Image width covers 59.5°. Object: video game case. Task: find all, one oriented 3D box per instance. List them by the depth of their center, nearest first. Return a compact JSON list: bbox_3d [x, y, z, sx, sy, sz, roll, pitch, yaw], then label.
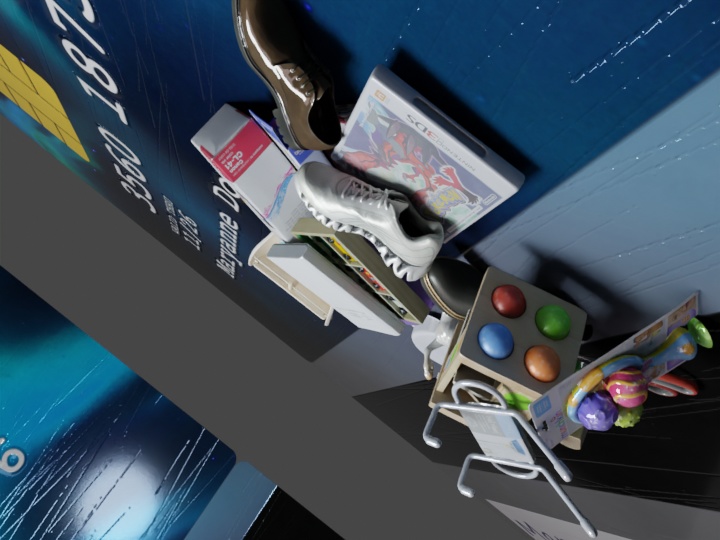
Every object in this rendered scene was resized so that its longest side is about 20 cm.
[{"bbox_3d":[0.061,-0.114,0.691,0.180,0.023,0.200,36,162,-4],"label":"video game case"}]

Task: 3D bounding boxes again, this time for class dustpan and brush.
[{"bbox_3d":[0.119,0.112,1.148,0.196,0.058,0.141,17,152,33],"label":"dustpan and brush"}]

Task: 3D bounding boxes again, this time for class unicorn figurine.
[{"bbox_3d":[0.154,0.111,0.978,0.072,0.141,0.199,2,157,43],"label":"unicorn figurine"}]

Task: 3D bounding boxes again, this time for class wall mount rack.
[{"bbox_3d":[0.167,0.209,0.691,0.170,0.076,0.202,1,137,37],"label":"wall mount rack"}]

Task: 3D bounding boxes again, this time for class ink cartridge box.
[{"bbox_3d":[-0.063,-0.138,0.844,0.200,0.042,0.119,47,180,-33],"label":"ink cartridge box"},{"bbox_3d":[-0.147,-0.137,0.945,0.201,0.086,0.147,51,172,-33],"label":"ink cartridge box"}]

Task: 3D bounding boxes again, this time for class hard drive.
[{"bbox_3d":[-0.038,0.028,0.940,0.199,0.027,0.131,40,163,-26],"label":"hard drive"}]

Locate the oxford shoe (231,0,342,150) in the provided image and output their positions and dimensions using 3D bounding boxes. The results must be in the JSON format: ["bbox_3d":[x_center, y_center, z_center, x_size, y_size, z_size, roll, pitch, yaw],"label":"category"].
[{"bbox_3d":[-0.067,-0.217,0.663,0.083,0.073,0.202,17,147,40],"label":"oxford shoe"}]

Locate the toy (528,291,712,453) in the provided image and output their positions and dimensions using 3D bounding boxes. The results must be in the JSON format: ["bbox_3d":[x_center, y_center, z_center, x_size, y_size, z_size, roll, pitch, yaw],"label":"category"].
[{"bbox_3d":[0.268,0.119,0.632,0.047,0.198,0.116,52,176,45],"label":"toy"}]

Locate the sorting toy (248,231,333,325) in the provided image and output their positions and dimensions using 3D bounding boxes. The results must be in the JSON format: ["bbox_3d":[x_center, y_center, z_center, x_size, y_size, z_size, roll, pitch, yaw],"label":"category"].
[{"bbox_3d":[-0.099,-0.022,1.168,0.198,0.108,0.181,37,155,4],"label":"sorting toy"}]

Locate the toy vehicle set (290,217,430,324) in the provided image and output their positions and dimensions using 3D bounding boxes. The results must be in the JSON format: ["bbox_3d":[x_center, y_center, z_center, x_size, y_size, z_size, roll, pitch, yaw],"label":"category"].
[{"bbox_3d":[0.000,0.000,0.904,0.200,0.027,0.123,45,161,-28],"label":"toy vehicle set"}]

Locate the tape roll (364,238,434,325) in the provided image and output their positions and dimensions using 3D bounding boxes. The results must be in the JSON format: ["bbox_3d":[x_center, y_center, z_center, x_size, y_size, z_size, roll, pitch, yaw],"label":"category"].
[{"bbox_3d":[0.035,-0.002,0.998,0.198,0.066,0.201,35,161,13],"label":"tape roll"}]

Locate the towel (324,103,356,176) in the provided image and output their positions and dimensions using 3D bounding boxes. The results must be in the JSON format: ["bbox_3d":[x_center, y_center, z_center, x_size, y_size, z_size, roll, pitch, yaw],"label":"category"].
[{"bbox_3d":[0.019,-0.140,0.768,0.198,0.023,0.144,13,150,53],"label":"towel"}]

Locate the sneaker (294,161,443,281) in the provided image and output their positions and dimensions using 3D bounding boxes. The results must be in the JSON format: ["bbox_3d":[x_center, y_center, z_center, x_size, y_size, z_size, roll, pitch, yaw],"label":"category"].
[{"bbox_3d":[0.013,-0.074,0.745,0.197,0.076,0.081,33,148,-2],"label":"sneaker"}]

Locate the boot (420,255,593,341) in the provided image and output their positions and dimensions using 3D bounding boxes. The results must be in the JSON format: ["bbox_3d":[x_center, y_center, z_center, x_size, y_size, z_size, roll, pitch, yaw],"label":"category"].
[{"bbox_3d":[0.186,0.033,0.803,0.196,0.079,0.138,29,160,-17],"label":"boot"}]

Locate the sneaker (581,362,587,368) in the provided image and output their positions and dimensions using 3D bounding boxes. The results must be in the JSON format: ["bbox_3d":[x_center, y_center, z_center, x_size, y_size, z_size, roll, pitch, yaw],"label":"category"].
[{"bbox_3d":[0.285,0.153,0.913,0.195,0.078,0.092,22,-175,19],"label":"sneaker"}]

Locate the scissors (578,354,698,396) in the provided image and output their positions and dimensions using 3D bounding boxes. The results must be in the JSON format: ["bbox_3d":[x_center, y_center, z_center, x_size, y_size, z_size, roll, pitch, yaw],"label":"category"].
[{"bbox_3d":[0.307,0.115,0.770,0.195,0.014,0.073,21,165,7],"label":"scissors"}]

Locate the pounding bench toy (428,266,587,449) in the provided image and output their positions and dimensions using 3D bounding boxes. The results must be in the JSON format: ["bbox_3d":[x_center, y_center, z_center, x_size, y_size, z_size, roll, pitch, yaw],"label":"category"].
[{"bbox_3d":[0.203,0.116,0.728,0.195,0.126,0.158,25,146,6],"label":"pounding bench toy"}]

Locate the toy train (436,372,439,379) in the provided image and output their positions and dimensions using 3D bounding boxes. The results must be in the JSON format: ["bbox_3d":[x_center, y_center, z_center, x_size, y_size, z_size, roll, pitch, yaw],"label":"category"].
[{"bbox_3d":[0.244,0.227,1.172,0.197,0.056,0.151,14,149,46],"label":"toy train"}]
